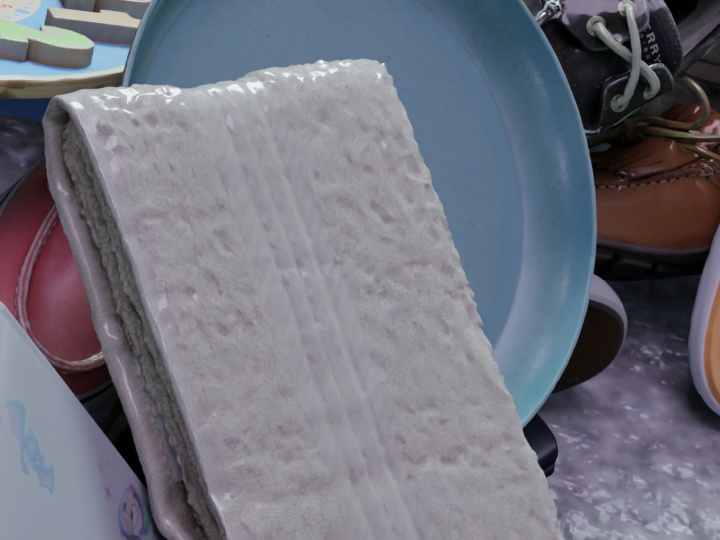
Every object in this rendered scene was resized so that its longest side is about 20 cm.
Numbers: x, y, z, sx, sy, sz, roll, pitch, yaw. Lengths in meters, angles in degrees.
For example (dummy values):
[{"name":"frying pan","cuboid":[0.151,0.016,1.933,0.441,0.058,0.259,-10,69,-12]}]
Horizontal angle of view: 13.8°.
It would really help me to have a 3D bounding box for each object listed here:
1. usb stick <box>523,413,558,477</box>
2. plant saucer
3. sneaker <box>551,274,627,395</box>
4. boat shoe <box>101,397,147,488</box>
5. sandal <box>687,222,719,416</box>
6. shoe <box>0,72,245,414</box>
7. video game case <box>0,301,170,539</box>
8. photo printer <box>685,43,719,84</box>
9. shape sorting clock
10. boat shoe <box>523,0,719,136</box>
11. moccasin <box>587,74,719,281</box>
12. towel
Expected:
[{"name":"usb stick","cuboid":[0.012,0.077,1.009,0.055,0.033,0.200,37,25,13]},{"name":"plant saucer","cuboid":[-0.004,-0.027,0.990,0.200,0.027,0.200,8,77,-37]},{"name":"sneaker","cuboid":[0.000,0.000,1.106,0.200,0.073,0.085,3,43,-14]},{"name":"boat shoe","cuboid":[-0.056,0.066,0.980,0.069,0.057,0.200,24,55,3]},{"name":"sandal","cuboid":[0.187,-0.038,1.141,0.079,0.207,0.059,19,-9,-27]},{"name":"shoe","cuboid":[-0.069,-0.030,1.005,0.071,0.091,0.200,45,36,-13]},{"name":"video game case","cuboid":[-0.069,0.136,0.834,0.024,0.200,0.182,-19,40,18]},{"name":"photo printer","cuboid":[0.253,-0.123,1.308,0.200,0.070,0.166,-15,20,-34]},{"name":"shape sorting clock","cuboid":[-0.159,-0.101,0.993,0.200,0.039,0.200,16,19,-6]},{"name":"boat shoe","cuboid":[0.087,-0.090,1.119,0.064,0.071,0.200,4,32,40]},{"name":"moccasin","cuboid":[0.128,-0.036,1.179,0.201,0.074,0.078,-3,87,-22]},{"name":"towel","cuboid":[-0.013,0.031,0.918,0.132,0.034,0.200,-10,76,-40]}]
